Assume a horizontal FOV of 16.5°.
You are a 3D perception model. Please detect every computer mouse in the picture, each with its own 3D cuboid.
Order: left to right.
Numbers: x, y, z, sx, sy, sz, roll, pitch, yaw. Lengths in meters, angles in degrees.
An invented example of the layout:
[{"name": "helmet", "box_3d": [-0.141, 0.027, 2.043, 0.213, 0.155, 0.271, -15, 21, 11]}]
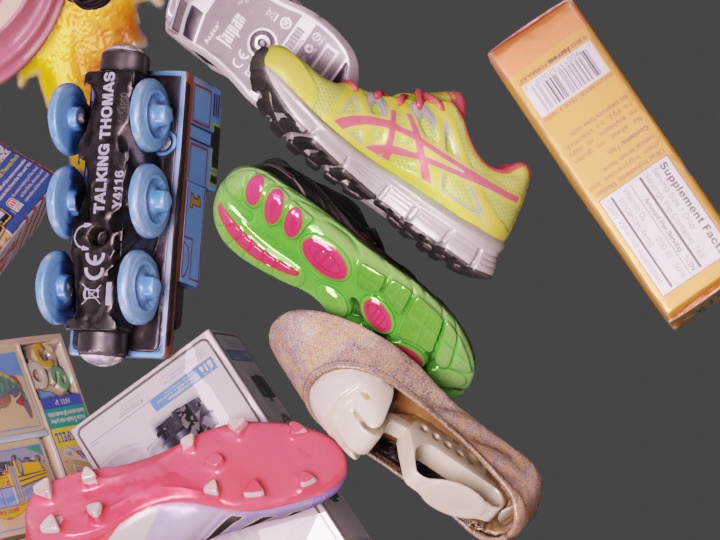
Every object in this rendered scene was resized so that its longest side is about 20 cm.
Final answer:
[{"name": "computer mouse", "box_3d": [-0.085, -0.162, 1.581, 0.200, 0.044, 0.110, 39, 99, 7]}]

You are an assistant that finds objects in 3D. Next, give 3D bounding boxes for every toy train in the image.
[{"name": "toy train", "box_3d": [-0.142, -0.037, 1.549, 0.086, 0.114, 0.201, -1, 82, 24]}]

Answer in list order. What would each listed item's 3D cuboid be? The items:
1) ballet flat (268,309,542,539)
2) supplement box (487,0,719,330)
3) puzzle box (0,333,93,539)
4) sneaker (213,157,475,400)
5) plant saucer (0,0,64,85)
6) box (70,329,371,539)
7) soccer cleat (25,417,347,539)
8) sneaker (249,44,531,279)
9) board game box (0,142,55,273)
[{"name": "ballet flat", "box_3d": [0.026, 0.096, 1.492, 0.200, 0.067, 0.068, 33, 125, -7]}, {"name": "supplement box", "box_3d": [0.159, -0.064, 1.508, 0.069, 0.067, 0.200, -32, 80, 6]}, {"name": "puzzle box", "box_3d": [-0.233, 0.111, 1.524, 0.025, 0.200, 0.134, -25, 81, 31]}, {"name": "sneaker", "box_3d": [0.000, 0.000, 1.535, 0.200, 0.084, 0.077, 46, 120, -5]}, {"name": "plant saucer", "box_3d": [-0.284, -0.207, 1.592, 0.200, 0.051, 0.202, 1, 85, -14]}, {"name": "box", "box_3d": [-0.077, 0.150, 1.552, 0.116, 0.060, 0.200, -34, 79, 9]}, {"name": "soccer cleat", "box_3d": [-0.105, 0.142, 1.503, 0.199, 0.077, 0.067, -13, 52, -3]}, {"name": "sneaker", "box_3d": [0.020, -0.084, 1.527, 0.200, 0.078, 0.090, 37, 84, -15]}, {"name": "board game box", "box_3d": [-0.306, -0.053, 1.515, 0.200, 0.152, 0.046, 31, 132, 1]}]
